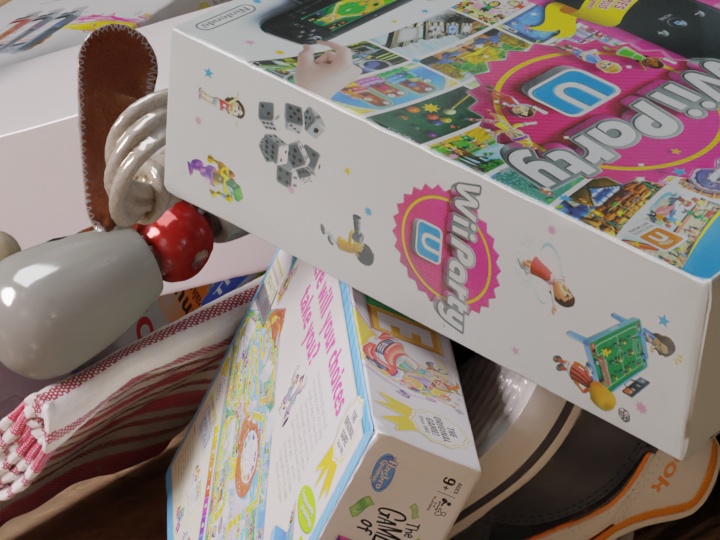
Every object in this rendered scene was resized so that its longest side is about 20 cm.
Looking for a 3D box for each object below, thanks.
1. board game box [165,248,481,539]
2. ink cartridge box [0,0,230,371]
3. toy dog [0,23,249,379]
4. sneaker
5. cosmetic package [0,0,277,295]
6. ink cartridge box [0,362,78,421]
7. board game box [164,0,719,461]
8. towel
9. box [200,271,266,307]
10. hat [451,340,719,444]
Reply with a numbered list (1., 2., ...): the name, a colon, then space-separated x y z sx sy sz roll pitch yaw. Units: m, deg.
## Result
1. board game box: -0.017 0.063 0.914 0.034 0.135 0.200 22 22 -14
2. ink cartridge box: -0.129 -0.043 1.361 0.144 0.146 0.200 -6 22 34
3. toy dog: -0.059 -0.052 1.015 0.096 0.132 0.200 42 41 23
4. sneaker: 0.036 0.080 0.945 0.200 0.079 0.079 -33 33 56
5. cosmetic package: -0.112 -0.038 1.163 0.199 0.085 0.108 -12 20 25
6. ink cartridge box: -0.231 0.067 1.249 0.199 0.077 0.136 -3 22 44
7. board game box: 0.062 -0.036 0.889 0.199 0.065 0.147 27 38 31
8. towel: -0.089 0.057 1.080 0.146 0.030 0.200 -29 -6 -33
9. box: 0.000 0.000 1.181 0.122 0.048 0.200 -50 18 3
10. hat: 0.083 0.029 0.999 0.081 0.200 0.201 -60 21 1
